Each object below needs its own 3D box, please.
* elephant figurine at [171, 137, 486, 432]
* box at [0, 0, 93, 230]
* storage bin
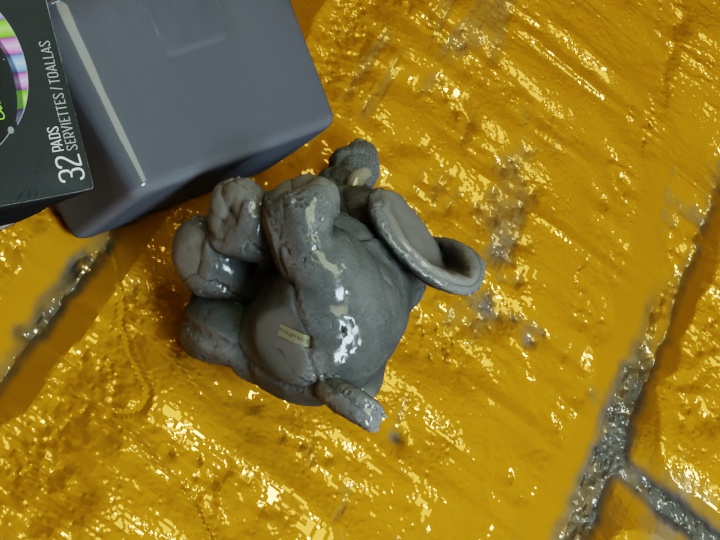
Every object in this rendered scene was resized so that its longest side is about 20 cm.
[{"bbox_3d":[0.000,0.000,1.029,0.199,0.141,0.157,-9,95,-54],"label":"elephant figurine"},{"bbox_3d":[-0.245,-0.113,0.895,0.148,0.124,0.202,-14,89,-39],"label":"box"},{"bbox_3d":[-0.109,-0.114,1.022,0.199,0.145,0.135,-25,87,-41],"label":"storage bin"}]
